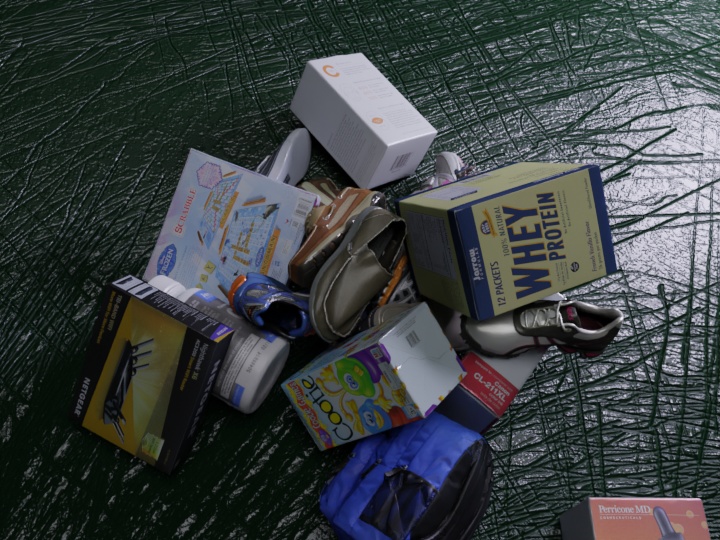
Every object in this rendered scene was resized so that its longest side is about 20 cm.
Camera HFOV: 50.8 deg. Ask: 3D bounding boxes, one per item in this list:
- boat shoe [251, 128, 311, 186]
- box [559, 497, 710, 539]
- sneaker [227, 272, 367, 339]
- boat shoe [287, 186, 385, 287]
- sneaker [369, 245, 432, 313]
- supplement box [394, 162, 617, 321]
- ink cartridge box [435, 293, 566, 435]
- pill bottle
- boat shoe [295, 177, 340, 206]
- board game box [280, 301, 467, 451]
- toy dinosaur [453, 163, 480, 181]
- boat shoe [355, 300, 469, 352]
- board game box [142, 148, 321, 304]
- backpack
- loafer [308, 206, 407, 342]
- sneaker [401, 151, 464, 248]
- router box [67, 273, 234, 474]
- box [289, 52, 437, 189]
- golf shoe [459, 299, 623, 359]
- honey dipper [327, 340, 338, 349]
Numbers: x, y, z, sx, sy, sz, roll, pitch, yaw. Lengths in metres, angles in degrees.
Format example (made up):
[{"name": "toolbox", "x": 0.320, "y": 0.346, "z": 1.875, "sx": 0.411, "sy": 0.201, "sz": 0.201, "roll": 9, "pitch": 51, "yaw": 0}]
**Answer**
[{"name": "boat shoe", "x": -0.137, "y": -0.148, "z": 1.180, "sx": 0.067, "sy": 0.072, "sz": 0.201, "roll": 8, "pitch": 56, "yaw": 22}, {"name": "box", "x": 0.342, "y": 0.388, "z": 0.919, "sx": 0.150, "sy": 0.107, "sz": 0.202, "roll": 2, "pitch": 61, "yaw": -6}, {"name": "sneaker", "x": -0.075, "y": 0.062, "z": 0.997, "sx": 0.198, "sy": 0.076, "sz": 0.078, "roll": 10, "pitch": 22, "yaw": -29}, {"name": "boat shoe", "x": -0.041, "y": -0.051, "z": 1.046, "sx": 0.073, "sy": 0.076, "sz": 0.200, "roll": 26, "pitch": 45, "yaw": 21}, {"name": "sneaker", "x": 0.072, "y": 0.026, "z": 1.084, "sx": 0.077, "sy": 0.078, "sz": 0.201, "roll": 30, "pitch": 86, "yaw": -4}, {"name": "supplement box", "x": 0.178, "y": -0.047, "z": 0.969, "sx": 0.198, "sy": 0.200, "sz": 0.136, "roll": -19, "pitch": 104, "yaw": -14}, {"name": "ink cartridge box", "x": 0.188, "y": 0.120, "z": 1.024, "sx": 0.083, "sy": 0.146, "sz": 0.200, "roll": 37, "pitch": 64, "yaw": 11}, {"name": "pill bottle", "x": -0.204, "y": 0.094, "z": 1.009, "sx": 0.199, "sy": 0.114, "sz": 0.114, "roll": 29, "pitch": 62, "yaw": 8}, {"name": "boat shoe", "x": -0.016, "y": -0.070, "z": 1.148, "sx": 0.074, "sy": 0.075, "sz": 0.203, "roll": -29, "pitch": 69, "yaw": -30}, {"name": "board game box", "x": 0.013, "y": 0.135, "z": 0.937, "sx": 0.105, "sy": 0.199, "sz": 0.104, "roll": -34, "pitch": 94, "yaw": -45}, {"name": "toy dinosaur", "x": 0.188, "y": -0.067, "z": 1.138, "sx": 0.199, "sy": 0.105, "sz": 0.183, "roll": -28, "pitch": 108, "yaw": -6}, {"name": "boat shoe", "x": 0.077, "y": 0.083, "z": 1.055, "sx": 0.199, "sy": 0.062, "sz": 0.073, "roll": 9, "pitch": 65, "yaw": -43}, {"name": "board game box", "x": -0.182, "y": -0.045, "z": 1.082, "sx": 0.198, "sy": 0.041, "sz": 0.202, "roll": 21, "pitch": 88, "yaw": 5}, {"name": "backpack", "x": 0.061, "y": 0.266, "z": 0.921, "sx": 0.167, "sy": 0.163, "sz": 0.200, "roll": 28, "pitch": 61, "yaw": 31}, {"name": "loafer", "x": 0.000, "y": 0.000, "z": 0.972, "sx": 0.069, "sy": 0.075, "sz": 0.201, "roll": 1, "pitch": 59, "yaw": 47}, {"name": "sneaker", "x": 0.110, "y": -0.104, "z": 1.176, "sx": 0.087, "sy": 0.082, "sz": 0.202, "roll": 12, "pitch": 60, "yaw": -2}, {"name": "router box", "x": -0.263, "y": 0.130, "z": 0.946, "sx": 0.156, "sy": 0.202, "sz": 0.052, "roll": 25, "pitch": 19, "yaw": 8}, {"name": "box", "x": 0.002, "y": -0.240, "z": 1.208, "sx": 0.124, "sy": 0.098, "sz": 0.200, "roll": -22, "pitch": 64, "yaw": -41}, {"name": "golf shoe", "x": 0.221, "y": 0.060, "z": 0.930, "sx": 0.198, "sy": 0.088, "sz": 0.078, "roll": 2, "pitch": 66, "yaw": -9}, {"name": "honey dipper", "x": -0.037, "y": 0.101, "z": 1.074, "sx": 0.038, "sy": 0.038, "sz": 0.201, "roll": 16, "pitch": 57, "yaw": 2}]
